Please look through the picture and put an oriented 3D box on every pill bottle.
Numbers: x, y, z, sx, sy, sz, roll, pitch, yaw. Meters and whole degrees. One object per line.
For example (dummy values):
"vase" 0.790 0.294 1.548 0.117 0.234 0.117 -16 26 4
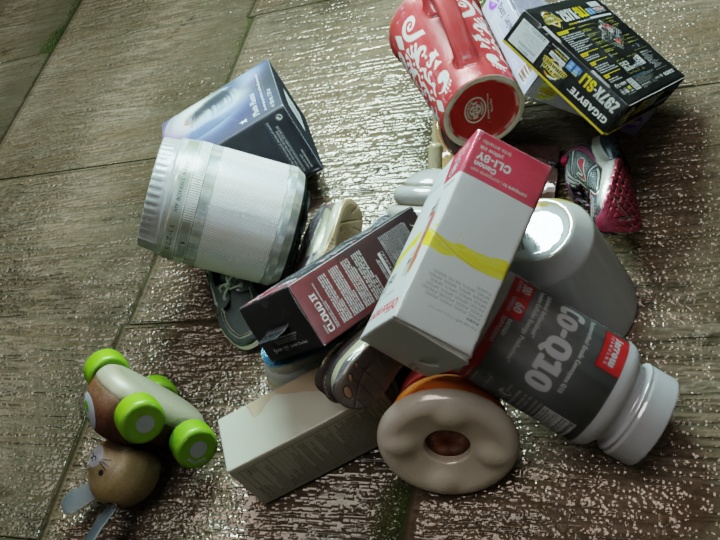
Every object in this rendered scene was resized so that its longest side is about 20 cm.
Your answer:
"pill bottle" 0.198 0.096 0.888 0.199 0.114 0.114 30 70 4

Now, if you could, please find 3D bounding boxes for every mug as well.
"mug" 0.196 -0.005 0.995 0.186 0.153 0.150 27 73 41
"mug" 0.112 -0.269 1.160 0.133 0.177 0.201 -40 44 22

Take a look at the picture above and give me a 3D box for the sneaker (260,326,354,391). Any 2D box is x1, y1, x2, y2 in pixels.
"sneaker" -0.016 0.102 1.089 0.199 0.081 0.077 -12 39 -5

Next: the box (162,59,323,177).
"box" -0.180 -0.184 1.337 0.198 0.123 0.200 -31 32 6

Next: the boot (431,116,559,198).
"boot" 0.178 -0.154 1.195 0.165 0.072 0.201 -2 53 13

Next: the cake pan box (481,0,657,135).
"cake pan box" 0.260 -0.272 1.152 0.052 0.183 0.201 -52 38 35

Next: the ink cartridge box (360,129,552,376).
"ink cartridge box" 0.088 -0.011 0.870 0.083 0.145 0.201 27 73 -5

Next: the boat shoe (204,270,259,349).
"boat shoe" -0.180 0.025 1.244 0.073 0.062 0.200 -31 47 5

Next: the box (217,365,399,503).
"box" -0.053 0.176 1.038 0.199 0.095 0.078 -27 46 6

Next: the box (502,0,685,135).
"box" 0.276 -0.245 1.056 0.160 0.049 0.200 45 39 13

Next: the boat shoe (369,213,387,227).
"boat shoe" 0.000 0.000 1.159 0.071 0.068 0.201 12 63 35

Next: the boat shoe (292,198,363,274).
"boat shoe" -0.056 -0.006 1.199 0.065 0.072 0.201 -5 56 41

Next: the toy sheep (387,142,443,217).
"toy sheep" 0.094 -0.052 1.095 0.137 0.138 0.201 4 94 31

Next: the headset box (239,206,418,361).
"headset box" -0.030 0.022 1.005 0.200 0.077 0.149 -35 5 -30

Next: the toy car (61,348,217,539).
"toy car" -0.299 0.228 1.109 0.200 0.158 0.164 -56 36 -3

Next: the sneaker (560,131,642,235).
"sneaker" 0.277 -0.094 1.057 0.074 0.081 0.200 -22 22 21

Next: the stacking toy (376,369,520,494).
"stacking toy" 0.100 0.126 0.989 0.145 0.147 0.200 -14 33 19

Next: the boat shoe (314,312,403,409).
"boat shoe" 0.025 0.067 0.971 0.073 0.075 0.200 6 34 47

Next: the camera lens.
"camera lens" -0.174 -0.077 1.183 0.199 0.160 0.161 15 55 -10
